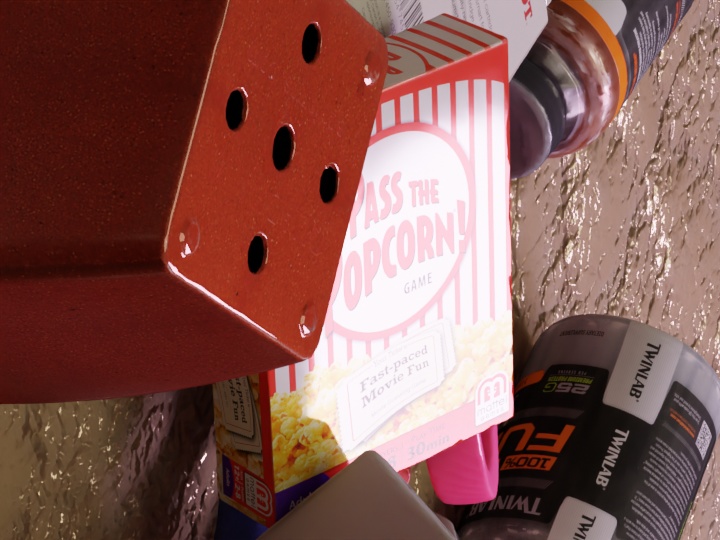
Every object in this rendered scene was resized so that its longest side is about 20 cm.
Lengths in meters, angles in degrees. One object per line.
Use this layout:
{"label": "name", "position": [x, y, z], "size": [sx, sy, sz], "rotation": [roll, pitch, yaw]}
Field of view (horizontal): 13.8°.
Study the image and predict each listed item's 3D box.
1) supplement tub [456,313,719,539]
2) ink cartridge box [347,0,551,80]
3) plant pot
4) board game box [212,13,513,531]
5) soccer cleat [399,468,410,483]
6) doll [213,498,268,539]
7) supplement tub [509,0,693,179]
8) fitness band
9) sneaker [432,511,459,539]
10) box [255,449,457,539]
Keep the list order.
{"label": "supplement tub", "position": [0.126, 0.135, 1.712], "size": [0.200, 0.122, 0.123], "rotation": [-65, 149, -32]}
{"label": "ink cartridge box", "position": [0.009, -0.127, 1.452], "size": [0.200, 0.083, 0.147], "rotation": [-56, 144, -41]}
{"label": "plant pot", "position": [-0.104, -0.057, 1.141], "size": [0.200, 0.176, 0.200], "rotation": [37, 63, -61]}
{"label": "board game box", "position": [0.000, 0.000, 1.360], "size": [0.151, 0.046, 0.200], "rotation": [-24, 124, -34]}
{"label": "soccer cleat", "position": [-0.001, 0.119, 1.506], "size": [0.200, 0.073, 0.068], "rotation": [-61, 147, -36]}
{"label": "doll", "position": [-0.030, 0.067, 1.443], "size": [0.136, 0.048, 0.200], "rotation": [31, 57, -30]}
{"label": "supplement tub", "position": [0.110, -0.132, 1.626], "size": [0.200, 0.107, 0.107], "rotation": [-54, 142, -45]}
{"label": "fitness band", "position": [0.046, 0.021, 1.543], "size": [0.144, 0.037, 0.200], "rotation": [-34, 118, -85]}
{"label": "sneaker", "position": [0.000, 0.219, 1.548], "size": [0.200, 0.075, 0.079], "rotation": [-66, 163, -5]}
{"label": "box", "position": [0.011, 0.236, 1.329], "size": [0.200, 0.171, 0.199], "rotation": [-40, 126, -4]}
